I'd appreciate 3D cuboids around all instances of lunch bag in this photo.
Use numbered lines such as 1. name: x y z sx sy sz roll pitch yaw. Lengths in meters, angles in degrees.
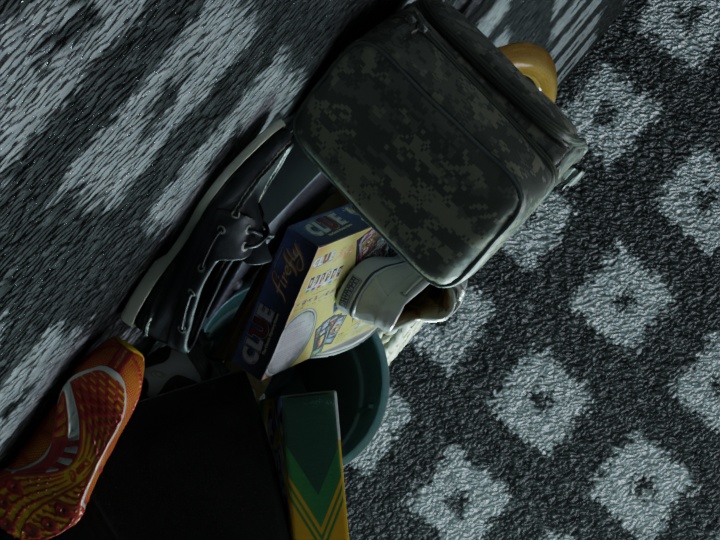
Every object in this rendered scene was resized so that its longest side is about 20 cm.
1. lunch bag: 0.069 -0.114 1.493 0.139 0.200 0.168 -50 173 38

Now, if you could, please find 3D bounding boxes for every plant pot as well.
1. plant pot: -0.168 0.229 1.616 0.199 0.178 0.200 -17 156 -35
2. plant pot: -0.093 0.123 1.919 0.200 0.200 0.196 -48 -177 -21

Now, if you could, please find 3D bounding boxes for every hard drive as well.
1. hard drive: -0.064 -0.058 1.581 0.200 0.042 0.135 -47 175 -42

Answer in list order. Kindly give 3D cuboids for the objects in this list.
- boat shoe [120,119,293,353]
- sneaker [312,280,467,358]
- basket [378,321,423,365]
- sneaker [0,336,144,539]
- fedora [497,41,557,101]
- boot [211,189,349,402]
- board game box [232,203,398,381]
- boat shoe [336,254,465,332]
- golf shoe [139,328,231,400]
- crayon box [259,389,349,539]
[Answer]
1. boat shoe: -0.098 -0.019 1.414 0.200 0.066 0.074 -52 175 15
2. sneaker: 0.000 0.000 1.797 0.200 0.076 0.116 -23 133 -11
3. basket: 0.036 -0.030 2.028 0.198 0.161 0.200 -47 176 -39
4. sneaker: -0.219 0.136 1.476 0.200 0.073 0.077 -50 -176 30
5. fedora: 0.101 -0.161 1.904 0.200 0.082 0.201 -25 146 -18
6. boot: -0.061 0.026 1.721 0.201 0.066 0.175 -63 -167 -26
7. board game box: -0.020 0.007 1.635 0.200 0.035 0.136 -22 141 -57
8. boat shoe: 0.056 0.018 1.672 0.200 0.070 0.071 -12 132 -62
9. golf shoe: -0.194 0.125 1.702 0.094 0.078 0.200 -24 157 -39
10. crayon box: -0.046 0.207 1.647 0.051 0.201 0.126 -5 176 -12
